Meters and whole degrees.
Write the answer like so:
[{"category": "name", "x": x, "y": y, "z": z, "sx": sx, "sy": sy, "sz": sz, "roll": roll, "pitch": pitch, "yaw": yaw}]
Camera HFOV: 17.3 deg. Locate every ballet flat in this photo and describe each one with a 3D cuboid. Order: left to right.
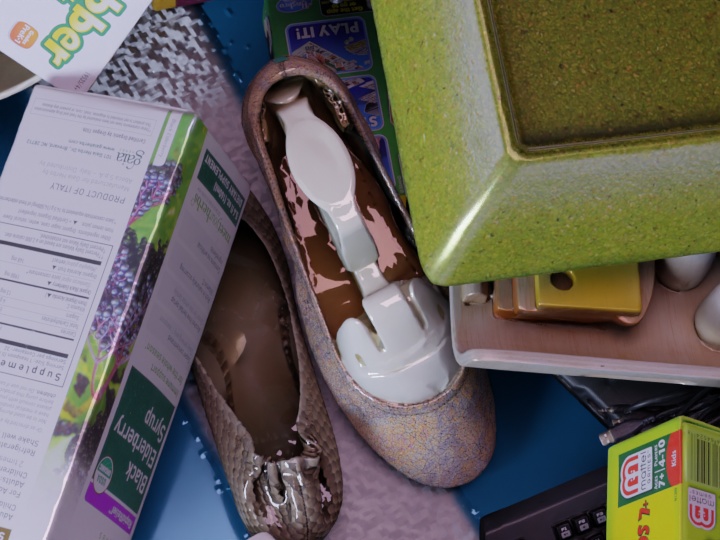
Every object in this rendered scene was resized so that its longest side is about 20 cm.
[{"category": "ballet flat", "x": -0.054, "y": 0.026, "z": 1.020, "sx": 0.067, "sy": 0.046, "sz": 0.201, "roll": -14, "pitch": 67, "yaw": -10}, {"category": "ballet flat", "x": 0.000, "y": 0.000, "z": 1.000, "sx": 0.068, "sy": 0.067, "sz": 0.201, "roll": -27, "pitch": 84, "yaw": -5}]

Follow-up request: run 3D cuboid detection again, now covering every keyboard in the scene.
[{"category": "keyboard", "x": 0.143, "y": 0.094, "z": 0.977, "sx": 0.199, "sy": 0.040, "sz": 0.105, "roll": -22, "pitch": 92, "yaw": -7}]

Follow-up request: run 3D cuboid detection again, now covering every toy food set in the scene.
[{"category": "toy food set", "x": 0.110, "y": -0.045, "z": 0.973, "sx": 0.143, "sy": 0.060, "sz": 0.201, "roll": 4, "pitch": 62, "yaw": -9}]

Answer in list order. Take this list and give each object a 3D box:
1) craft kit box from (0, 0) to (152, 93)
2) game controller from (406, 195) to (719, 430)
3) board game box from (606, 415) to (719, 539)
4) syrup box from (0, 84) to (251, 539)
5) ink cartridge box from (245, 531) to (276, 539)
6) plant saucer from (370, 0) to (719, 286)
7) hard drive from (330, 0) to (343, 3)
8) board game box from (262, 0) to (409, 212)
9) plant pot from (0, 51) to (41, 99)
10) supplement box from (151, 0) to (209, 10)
[{"category": "craft kit box", "x": -0.139, "y": -0.200, "z": 0.947, "sx": 0.197, "sy": 0.200, "sz": 0.049, "roll": 32, "pitch": 24, "yaw": -16}, {"category": "game controller", "x": 0.115, "y": 0.004, "z": 1.029, "sx": 0.200, "sy": 0.042, "sz": 0.104, "roll": 45, "pitch": 92, "yaw": 5}, {"category": "board game box", "x": 0.189, "y": 0.135, "z": 0.933, "sx": 0.199, "sy": 0.048, "sz": 0.102, "roll": 18, "pitch": 62, "yaw": -27}, {"category": "syrup box", "x": -0.119, "y": 0.033, "z": 0.971, "sx": 0.081, "sy": 0.079, "sz": 0.201, "roll": 11, "pitch": 72, "yaw": 20}, {"category": "ink cartridge box", "x": -0.061, "y": 0.185, "z": 0.879, "sx": 0.160, "sy": 0.050, "sz": 0.200, "roll": -28, "pitch": 26, "yaw": -15}, {"category": "plant saucer", "x": 0.108, "y": -0.106, "z": 0.944, "sx": 0.199, "sy": 0.048, "sz": 0.201, "roll": -7, "pitch": 73, "yaw": -12}, {"category": "hard drive", "x": -0.012, "y": -0.227, "z": 1.024, "sx": 0.139, "sy": 0.038, "sz": 0.200, "roll": -31, "pitch": 70, "yaw": -16}, {"category": "board game box", "x": 0.063, "y": -0.075, "z": 1.084, "sx": 0.199, "sy": 0.029, "sz": 0.135, "roll": -7, "pitch": 65, "yaw": -7}, {"category": "plant pot", "x": -0.191, "y": -0.188, "z": 1.053, "sx": 0.199, "sy": 0.201, "sz": 0.135, "roll": 6, "pitch": 26, "yaw": 0}, {"category": "supplement box", "x": -0.009, "y": -0.199, "z": 1.092, "sx": 0.199, "sy": 0.110, "sz": 0.086, "roll": -11, "pitch": 67, "yaw": -9}]
